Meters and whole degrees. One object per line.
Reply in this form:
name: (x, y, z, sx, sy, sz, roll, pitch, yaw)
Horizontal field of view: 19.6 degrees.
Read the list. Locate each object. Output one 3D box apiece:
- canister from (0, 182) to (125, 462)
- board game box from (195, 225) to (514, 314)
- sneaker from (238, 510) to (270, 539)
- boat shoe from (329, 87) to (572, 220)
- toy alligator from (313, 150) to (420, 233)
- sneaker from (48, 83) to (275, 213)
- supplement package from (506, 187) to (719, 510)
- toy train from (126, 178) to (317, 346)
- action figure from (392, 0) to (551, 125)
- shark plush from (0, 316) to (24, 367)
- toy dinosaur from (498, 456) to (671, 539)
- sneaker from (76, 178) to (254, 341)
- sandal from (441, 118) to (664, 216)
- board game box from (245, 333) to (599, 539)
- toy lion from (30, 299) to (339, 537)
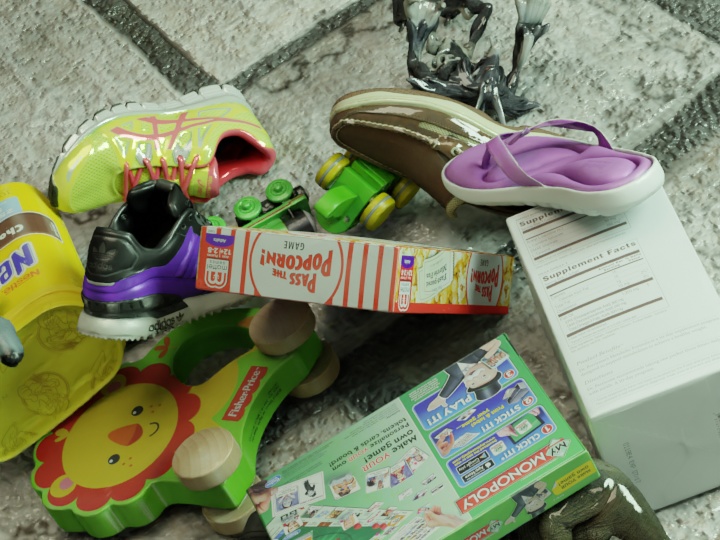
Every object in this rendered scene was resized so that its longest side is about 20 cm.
canister: (-0.269, 0.034, 1.571, 0.148, 0.087, 0.200, -39, 36, 4)
board game box: (0.000, 0.000, 1.462, 0.151, 0.200, 0.046, 7, 91, 27)
sneaker: (-0.035, 0.213, 1.357, 0.200, 0.060, 0.104, 4, 48, 31)
boat shoe: (0.072, -0.078, 1.549, 0.202, 0.075, 0.075, 12, 59, 0)
toy alligator: (0.016, -0.072, 1.616, 0.059, 0.054, 0.200, 41, 41, 9)
sneaker: (-0.153, -0.086, 1.657, 0.200, 0.078, 0.090, -24, 53, -30)
supplement package: (0.185, 0.045, 1.395, 0.109, 0.114, 0.200, -21, 44, 2)
toy train: (-0.121, -0.004, 1.614, 0.200, 0.042, 0.056, -29, 54, -9)
action figure: (0.083, -0.190, 1.666, 0.119, 0.102, 0.200, 4, 35, -19)
shark plush: (-0.290, 0.008, 1.469, 0.091, 0.083, 0.200, -23, 42, 23)
toy dinosaur: (0.123, 0.154, 1.315, 0.200, 0.077, 0.102, -6, 70, 42)
sneaker: (-0.130, -0.020, 1.496, 0.069, 0.100, 0.200, 7, 17, 26)
sandal: (0.131, -0.080, 1.438, 0.082, 0.050, 0.203, -35, 26, -30)
board game box: (0.036, 0.135, 1.325, 0.200, 0.029, 0.135, -31, 39, -1)
toy lion: (-0.137, 0.107, 1.502, 0.192, 0.069, 0.200, 3, 48, 33)
